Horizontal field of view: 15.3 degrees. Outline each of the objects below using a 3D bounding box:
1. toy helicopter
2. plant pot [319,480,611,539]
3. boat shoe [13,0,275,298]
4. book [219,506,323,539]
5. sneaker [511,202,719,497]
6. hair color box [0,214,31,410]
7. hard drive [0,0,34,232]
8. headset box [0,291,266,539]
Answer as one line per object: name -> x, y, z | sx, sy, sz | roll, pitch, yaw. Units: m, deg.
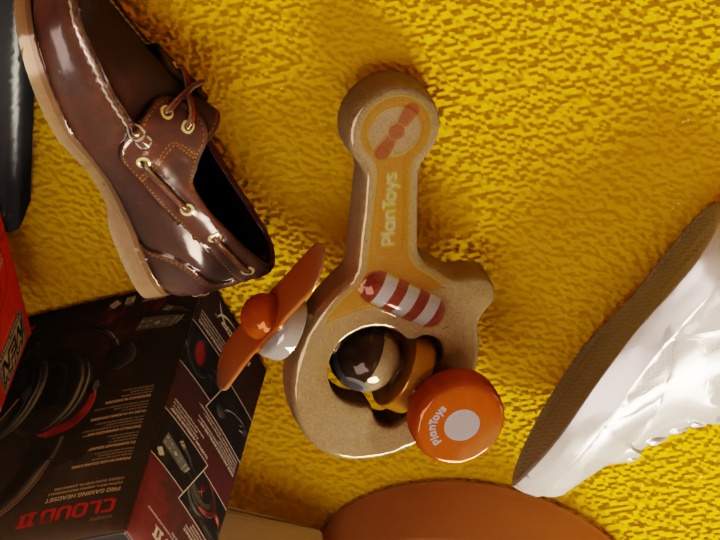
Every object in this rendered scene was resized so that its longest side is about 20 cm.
toy helicopter -> 0.000, 0.000, 1.278 | 0.132, 0.079, 0.200 | -4, 117, -13
plant pot -> 0.052, 0.231, 1.439 | 0.200, 0.140, 0.200 | 7, 132, 8
boat shoe -> -0.097, -0.067, 1.253 | 0.070, 0.070, 0.200 | -6, 138, 19
book -> -0.115, 0.210, 1.459 | 0.133, 0.048, 0.200 | 13, 125, -22
sneaker -> 0.165, 0.067, 1.308 | 0.115, 0.074, 0.200 | 30, 130, -10
hair color box -> -0.229, -0.024, 1.282 | 0.101, 0.061, 0.200 | 1, 133, 11
hard drive -> -0.223, -0.112, 1.264 | 0.139, 0.033, 0.200 | 12, 134, 3
headset box -> -0.144, 0.108, 1.331 | 0.148, 0.200, 0.075 | -13, 128, 24
